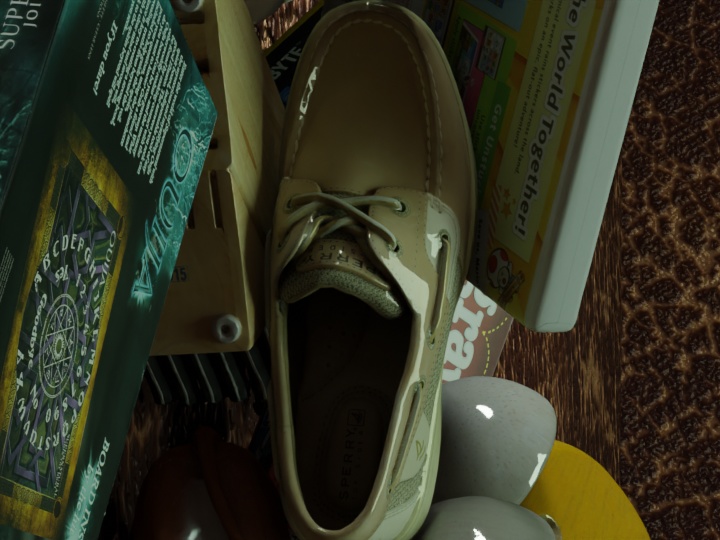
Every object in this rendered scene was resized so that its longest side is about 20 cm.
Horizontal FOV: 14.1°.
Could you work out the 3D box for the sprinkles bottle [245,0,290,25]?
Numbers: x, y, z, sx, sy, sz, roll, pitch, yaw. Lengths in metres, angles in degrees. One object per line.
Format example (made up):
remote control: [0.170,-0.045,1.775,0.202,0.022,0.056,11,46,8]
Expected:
sprinkles bottle: [-0.043,-0.137,1.169,0.200,0.068,0.068,-51,137,-76]

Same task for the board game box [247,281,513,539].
board game box: [0.015,0.033,1.172,0.103,0.019,0.200,33,72,-44]

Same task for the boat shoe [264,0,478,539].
boat shoe: [0.000,0.000,1.009,0.065,0.072,0.200,47,47,-77]

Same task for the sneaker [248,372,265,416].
sneaker: [-0.022,0.067,1.204,0.083,0.071,0.200,25,80,-38]

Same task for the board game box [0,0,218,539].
board game box: [-0.092,-0.002,0.856,0.135,0.028,0.200,70,29,-56]

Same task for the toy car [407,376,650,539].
toy car: [0.053,0.154,1.101,0.175,0.150,0.200,44,23,-19]

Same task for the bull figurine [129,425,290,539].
bull figurine: [-0.048,0.146,1.062,0.200,0.065,0.121,77,9,-48]

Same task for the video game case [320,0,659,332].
video game case: [0.046,-0.105,1.055,0.182,0.023,0.200,40,-58,51]

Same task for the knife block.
knife block: [-0.059,-0.040,1.065,0.176,0.064,0.200,-66,151,-71]

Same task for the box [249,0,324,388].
box: [0.015,-0.054,1.293,0.200,0.049,0.160,-46,142,-36]
